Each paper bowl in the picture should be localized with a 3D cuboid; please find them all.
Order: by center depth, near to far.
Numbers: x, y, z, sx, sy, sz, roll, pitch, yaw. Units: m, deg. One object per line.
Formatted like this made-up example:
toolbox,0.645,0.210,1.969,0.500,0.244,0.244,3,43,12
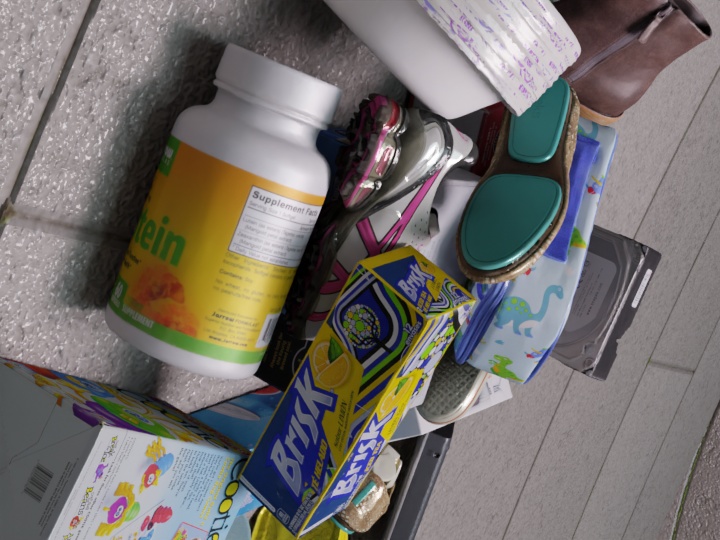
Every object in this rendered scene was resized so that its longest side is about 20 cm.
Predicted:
paper bowl,0.046,-0.183,0.811,0.104,0.201,0.200,-43,153,8

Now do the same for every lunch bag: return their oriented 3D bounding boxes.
lunch bag,0.141,-0.024,0.972,0.161,0.082,0.201,110,0,-62

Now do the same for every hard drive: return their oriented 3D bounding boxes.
hard drive,0.192,0.009,1.220,0.038,0.199,0.141,20,96,-47
hard drive,0.056,0.249,1.310,0.140,0.033,0.202,-52,162,-78

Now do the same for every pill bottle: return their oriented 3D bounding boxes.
pill bottle,-0.085,-0.041,0.792,0.111,0.110,0.202,9,105,-61

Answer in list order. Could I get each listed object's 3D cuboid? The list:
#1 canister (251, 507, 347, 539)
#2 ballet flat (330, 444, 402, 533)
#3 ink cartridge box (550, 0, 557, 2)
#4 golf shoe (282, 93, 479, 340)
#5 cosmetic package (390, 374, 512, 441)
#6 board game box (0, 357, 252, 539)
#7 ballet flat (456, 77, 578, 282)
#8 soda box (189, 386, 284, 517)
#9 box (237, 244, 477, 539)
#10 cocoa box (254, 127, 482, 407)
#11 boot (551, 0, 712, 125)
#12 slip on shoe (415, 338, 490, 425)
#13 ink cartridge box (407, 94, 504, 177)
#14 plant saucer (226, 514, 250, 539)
canister,-0.049,0.323,1.158,0.201,0.086,0.150,72,28,-56
ballet flat,0.012,0.199,1.144,0.065,0.071,0.200,-45,-179,6
ink cartridge box,0.176,-0.299,1.060,0.201,0.084,0.146,-53,151,-19
golf shoe,0.009,-0.021,0.827,0.073,0.091,0.201,-98,-150,-50
cosmetic package,0.068,0.067,1.131,0.199,0.051,0.152,-9,83,-59
board game box,-0.171,0.139,0.801,0.106,0.102,0.200,-64,152,-3
ballet flat,0.118,-0.053,0.849,0.066,0.070,0.201,78,30,-48
soda box,-0.065,0.141,1.024,0.199,0.067,0.065,-12,122,-57
box,-0.006,0.084,0.812,0.070,0.064,0.201,-19,143,-55
cocoa box,0.000,0.000,0.951,0.133,0.130,0.202,-5,117,-61
boot,0.161,-0.203,0.969,0.166,0.199,0.073,-40,-155,41
slip on shoe,0.097,0.065,1.066,0.201,0.073,0.062,-67,145,-47
ink cartridge box,0.120,-0.114,1.119,0.199,0.082,0.147,-25,134,-50
plant saucer,-0.169,0.272,0.985,0.201,0.038,0.202,-42,146,-37
